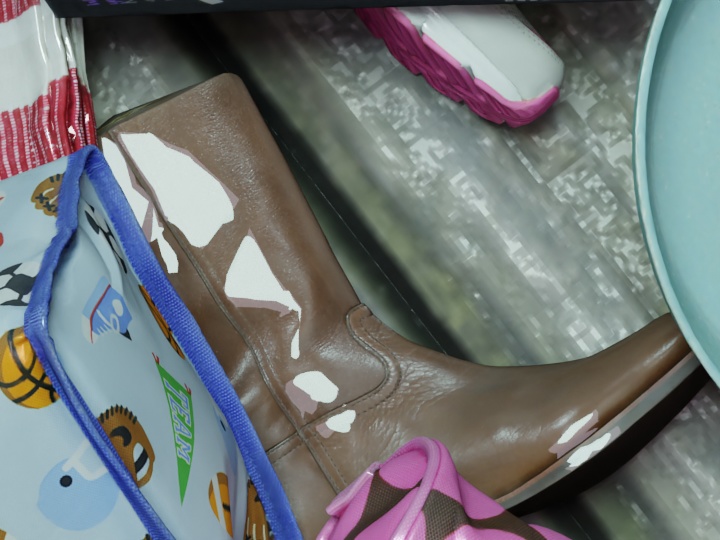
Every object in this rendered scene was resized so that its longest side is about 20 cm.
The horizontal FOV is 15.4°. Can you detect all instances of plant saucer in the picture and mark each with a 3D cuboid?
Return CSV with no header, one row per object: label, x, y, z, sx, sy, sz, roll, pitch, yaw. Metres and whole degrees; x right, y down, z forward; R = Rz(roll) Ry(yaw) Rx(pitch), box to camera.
plant saucer,0.159,-0.036,0.843,0.199,0.036,0.201,0,89,-30

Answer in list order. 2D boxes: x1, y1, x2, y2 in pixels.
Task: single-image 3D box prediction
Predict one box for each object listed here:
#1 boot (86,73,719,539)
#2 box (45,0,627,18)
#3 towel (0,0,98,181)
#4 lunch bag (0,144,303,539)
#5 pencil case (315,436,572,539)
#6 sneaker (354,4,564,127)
boot,0.000,0.000,0.876,0.186,0.064,0.200,-34,75,-1
box,-0.007,-0.152,0.802,0.199,0.106,0.123,0,72,9
towel,-0.158,-0.073,0.895,0.144,0.023,0.201,-13,78,25
lunch bag,-0.112,0.093,0.804,0.170,0.124,0.200,-18,119,16
pencil case,0.076,0.117,0.799,0.200,0.094,0.091,27,126,-18
sneaker,0.017,-0.142,0.888,0.088,0.081,0.200,-32,80,0
